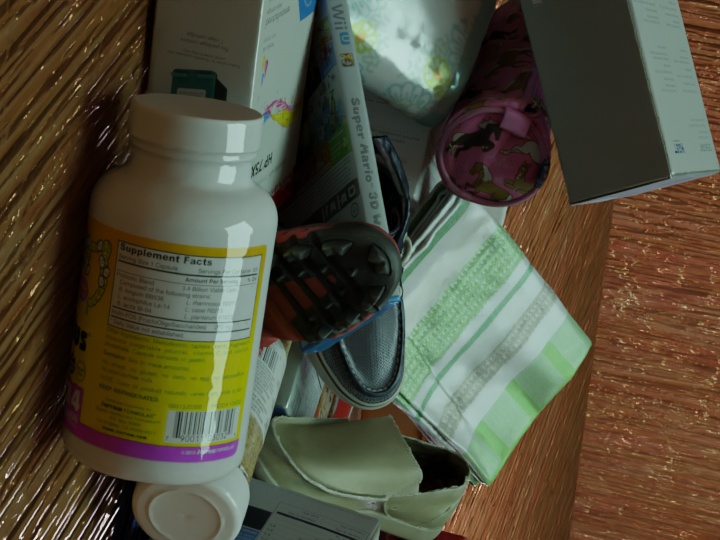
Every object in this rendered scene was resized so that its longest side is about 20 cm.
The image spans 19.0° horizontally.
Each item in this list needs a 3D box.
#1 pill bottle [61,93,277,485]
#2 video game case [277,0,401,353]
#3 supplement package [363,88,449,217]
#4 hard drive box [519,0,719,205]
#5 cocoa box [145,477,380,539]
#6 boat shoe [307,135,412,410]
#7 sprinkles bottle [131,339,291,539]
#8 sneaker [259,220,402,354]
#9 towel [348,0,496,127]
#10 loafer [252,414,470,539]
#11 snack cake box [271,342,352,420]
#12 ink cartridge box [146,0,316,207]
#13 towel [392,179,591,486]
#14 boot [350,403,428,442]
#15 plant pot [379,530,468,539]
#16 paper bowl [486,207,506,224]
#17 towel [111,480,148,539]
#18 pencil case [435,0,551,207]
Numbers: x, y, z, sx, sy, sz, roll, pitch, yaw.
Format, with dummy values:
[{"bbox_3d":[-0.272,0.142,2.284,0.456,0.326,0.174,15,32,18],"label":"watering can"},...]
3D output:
[{"bbox_3d":[-0.102,0.008,1.175,0.104,0.104,0.201,-35,136,-72],"label":"pill bottle"},{"bbox_3d":[-0.024,-0.061,1.334,0.143,0.018,0.201,145,-63,-65],"label":"video game case"},{"bbox_3d":[0.019,-0.146,1.560,0.114,0.109,0.201,48,55,-75],"label":"supplement package"},{"bbox_3d":[0.175,-0.153,1.481,0.156,0.076,0.201,-8,84,-69],"label":"hard drive box"},{"bbox_3d":[-0.077,0.252,1.366,0.131,0.133,0.201,-55,158,-58],"label":"cocoa box"},{"bbox_3d":[0.000,0.000,1.410,0.093,0.074,0.201,9,-63,65],"label":"boat shoe"},{"bbox_3d":[-0.087,0.084,1.343,0.200,0.068,0.069,-75,170,-50],"label":"sprinkles bottle"},{"bbox_3d":[-0.043,0.004,1.267,0.071,0.200,0.098,55,45,-12],"label":"sneaker"},{"bbox_3d":[0.023,-0.221,1.443,0.171,0.048,0.201,29,72,-34],"label":"towel"},{"bbox_3d":[0.000,0.130,1.452,0.200,0.076,0.068,19,121,-47],"label":"loafer"},{"bbox_3d":[-0.056,0.085,1.543,0.200,0.067,0.115,80,24,-60],"label":"snack cake box"},{"bbox_3d":[-0.079,-0.091,1.267,0.116,0.067,0.201,-49,149,-66],"label":"ink cartridge box"},{"bbox_3d":[0.078,0.048,1.541,0.149,0.031,0.200,-50,125,-11],"label":"towel"},{"bbox_3d":[0.050,0.065,1.791,0.077,0.154,0.201,81,24,-58],"label":"boot"},{"bbox_3d":[-0.027,0.268,1.547,0.200,0.182,0.201,15,90,-85],"label":"plant pot"},{"bbox_3d":[0.067,-0.105,1.803,0.201,0.104,0.202,6,90,-77],"label":"paper bowl"},{"bbox_3d":[-0.130,0.192,1.416,0.200,0.024,0.146,28,75,-77],"label":"towel"},{"bbox_3d":[0.110,-0.125,1.527,0.200,0.086,0.083,-67,150,-56],"label":"pencil case"}]
